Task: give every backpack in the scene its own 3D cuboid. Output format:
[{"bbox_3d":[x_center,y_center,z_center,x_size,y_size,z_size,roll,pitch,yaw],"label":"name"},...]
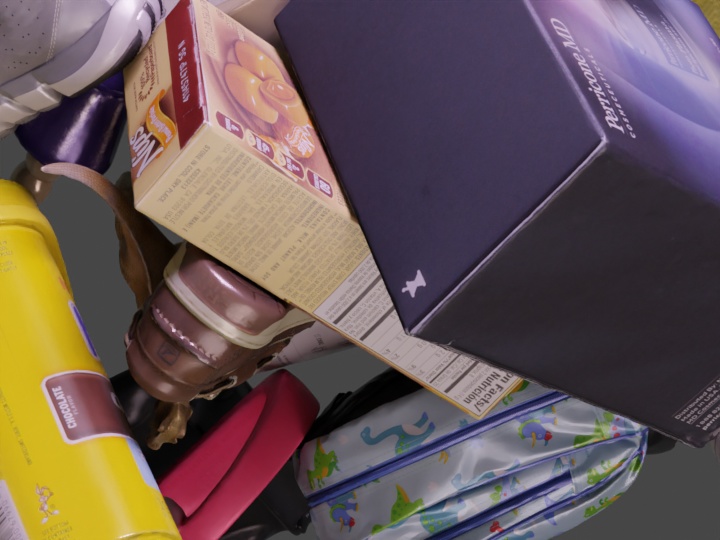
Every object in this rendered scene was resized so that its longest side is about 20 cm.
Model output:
[{"bbox_3d":[0.063,0.092,1.012,0.198,0.156,0.163,-8,178,-9],"label":"backpack"}]

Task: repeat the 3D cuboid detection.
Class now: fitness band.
[{"bbox_3d":[-0.098,0.128,1.039,0.037,0.144,0.200,44,127,-5],"label":"fitness band"}]

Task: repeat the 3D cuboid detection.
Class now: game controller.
[{"bbox_3d":[-0.096,0.115,1.163,0.103,0.042,0.200,-18,140,14],"label":"game controller"}]

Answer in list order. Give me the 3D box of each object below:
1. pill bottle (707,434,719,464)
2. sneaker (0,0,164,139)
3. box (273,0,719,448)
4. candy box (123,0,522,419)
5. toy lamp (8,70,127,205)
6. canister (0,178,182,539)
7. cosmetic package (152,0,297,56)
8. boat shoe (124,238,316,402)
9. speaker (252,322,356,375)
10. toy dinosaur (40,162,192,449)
[{"bbox_3d":[0.277,0.099,1.195,0.113,0.201,0.115,-13,139,-12],"label":"pill bottle"},{"bbox_3d":[-0.193,-0.111,0.861,0.199,0.075,0.116,-29,116,24],"label":"sneaker"},{"bbox_3d":[0.092,-0.053,0.835,0.197,0.201,0.123,21,124,-41],"label":"box"},{"bbox_3d":[-0.011,-0.028,0.848,0.199,0.116,0.055,32,116,-28],"label":"candy box"},{"bbox_3d":[-0.177,-0.028,0.953,0.058,0.059,0.200,17,127,-38],"label":"toy lamp"},{"bbox_3d":[-0.148,0.080,0.881,0.086,0.201,0.149,-22,149,-13],"label":"canister"},{"bbox_3d":[-0.003,-0.140,0.907,0.199,0.073,0.104,-29,139,6],"label":"cosmetic package"},{"bbox_3d":[-0.067,0.019,0.886,0.075,0.075,0.202,-52,174,9],"label":"boat shoe"},{"bbox_3d":[0.000,0.000,1.018,0.198,0.082,0.081,-16,140,9],"label":"speaker"},{"bbox_3d":[-0.097,-0.002,0.923,0.058,0.102,0.201,-6,132,7],"label":"toy dinosaur"}]
